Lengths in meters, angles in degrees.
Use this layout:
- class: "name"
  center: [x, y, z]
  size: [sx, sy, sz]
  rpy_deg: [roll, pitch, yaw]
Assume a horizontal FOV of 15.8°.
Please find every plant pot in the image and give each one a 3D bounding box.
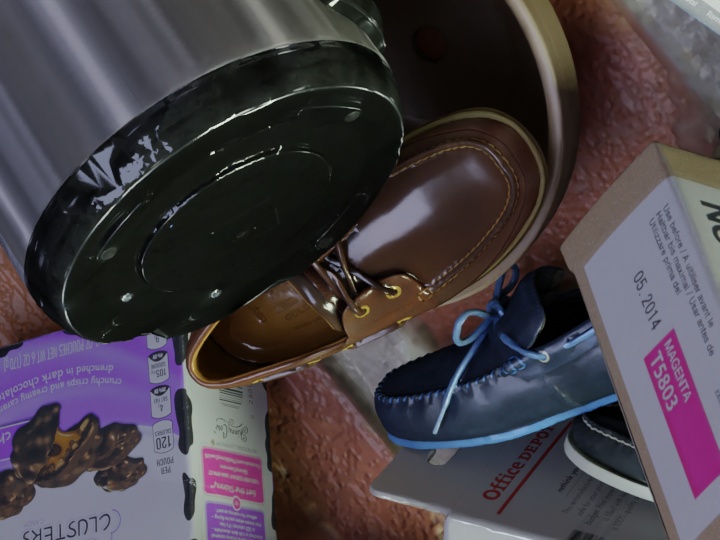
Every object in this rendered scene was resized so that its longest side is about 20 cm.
- class: "plant pot"
  center: [0.016, -0.090, 1.180]
  size: [0.201, 0.093, 0.201]
  rpy_deg: [13, 119, 23]

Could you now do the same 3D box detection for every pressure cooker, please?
- class: "pressure cooker"
  center: [-0.099, -0.093, 1.062]
  size: [0.200, 0.179, 0.176]
  rpy_deg: [55, 135, 24]

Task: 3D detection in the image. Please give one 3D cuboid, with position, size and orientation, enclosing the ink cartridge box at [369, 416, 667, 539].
- class: "ink cartridge box"
  center: [0.114, 0.128, 1.221]
  size: [0.200, 0.116, 0.067]
  rpy_deg: [14, 120, 23]

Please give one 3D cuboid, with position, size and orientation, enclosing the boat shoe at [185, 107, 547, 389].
- class: "boat shoe"
  center: [-0.001, 0.000, 1.135]
  size: [0.200, 0.068, 0.072]
  rpy_deg: [-33, 96, 36]

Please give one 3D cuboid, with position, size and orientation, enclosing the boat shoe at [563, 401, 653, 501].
- class: "boat shoe"
  center: [0.192, 0.075, 1.179]
  size: [0.199, 0.075, 0.066]
  rpy_deg: [13, 117, 22]

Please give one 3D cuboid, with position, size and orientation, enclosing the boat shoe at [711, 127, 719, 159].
- class: "boat shoe"
  center: [0.244, -0.063, 1.101]
  size: [0.200, 0.072, 0.068]
  rpy_deg: [-2, 76, 36]

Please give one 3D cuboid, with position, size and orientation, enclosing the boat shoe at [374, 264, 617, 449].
- class: "boat shoe"
  center: [0.093, 0.024, 1.211]
  size: [0.200, 0.084, 0.069]
  rpy_deg: [-20, 115, 18]

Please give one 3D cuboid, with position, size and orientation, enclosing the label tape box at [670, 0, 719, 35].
- class: "label tape box"
  center: [0.214, -0.157, 0.969]
  size: [0.144, 0.063, 0.200]
  rpy_deg: [32, 124, -19]

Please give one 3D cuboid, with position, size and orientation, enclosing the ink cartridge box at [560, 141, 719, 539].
- class: "ink cartridge box"
  center: [0.190, 0.055, 1.060]
  size: [0.165, 0.200, 0.075]
  rpy_deg: [14, 132, -31]

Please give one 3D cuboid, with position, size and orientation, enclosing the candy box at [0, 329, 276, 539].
- class: "candy box"
  center: [-0.129, 0.132, 1.319]
  size: [0.168, 0.072, 0.200]
  rpy_deg: [-15, 71, 32]
